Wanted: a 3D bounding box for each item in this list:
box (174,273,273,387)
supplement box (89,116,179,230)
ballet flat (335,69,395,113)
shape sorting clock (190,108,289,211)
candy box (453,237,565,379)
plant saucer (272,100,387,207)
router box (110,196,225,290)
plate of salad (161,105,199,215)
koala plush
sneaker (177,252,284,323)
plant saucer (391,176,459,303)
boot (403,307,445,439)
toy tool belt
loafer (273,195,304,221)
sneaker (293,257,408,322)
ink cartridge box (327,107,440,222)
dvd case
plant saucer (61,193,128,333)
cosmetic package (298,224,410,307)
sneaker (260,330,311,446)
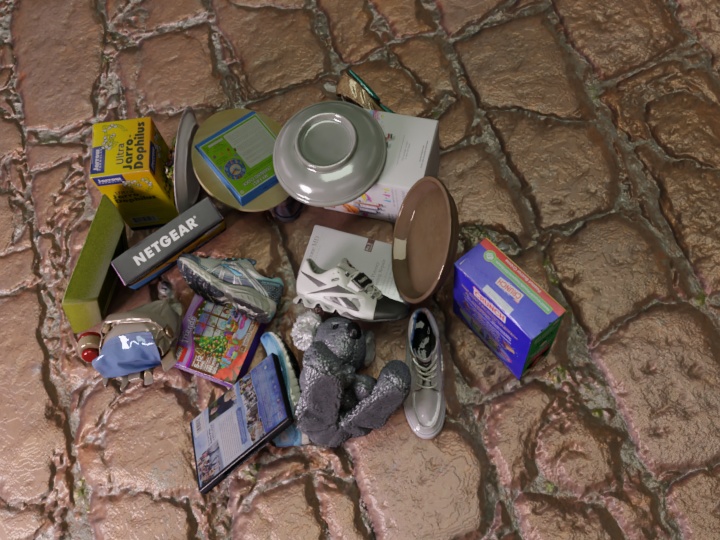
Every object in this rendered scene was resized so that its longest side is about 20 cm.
[{"bbox_3d":[-0.237,0.092,1.428,0.135,0.039,0.203,16,70,14],"label":"box"},{"bbox_3d":[-0.395,-0.169,1.469,0.107,0.201,0.111,-7,67,4],"label":"supplement box"},{"bbox_3d":[0.024,-0.299,1.560,0.065,0.070,0.200,-49,65,15],"label":"ballet flat"},{"bbox_3d":[-0.203,-0.196,1.454,0.196,0.039,0.203,8,63,-16],"label":"shape sorting clock"},{"bbox_3d":[0.228,0.064,1.299,0.077,0.201,0.169,-39,69,-11],"label":"candy box"},{"bbox_3d":[-0.055,-0.207,1.371,0.196,0.050,0.204,-3,68,7],"label":"plant saucer"},{"bbox_3d":[-0.332,-0.044,1.434,0.199,0.149,0.051,-36,90,-9],"label":"router box"},{"bbox_3d":[-0.320,-0.193,1.469,0.047,0.201,0.203,5,67,0],"label":"plate of salad"},{"bbox_3d":[-0.036,0.153,1.305,0.175,0.185,0.202,14,38,-21],"label":"koala plush"},{"bbox_3d":[-0.222,0.015,1.408,0.198,0.078,0.087,27,60,9],"label":"sneaker"},{"bbox_3d":[0.104,-0.048,1.301,0.029,0.200,0.203,7,65,-22],"label":"plant saucer"},{"bbox_3d":[0.100,0.164,1.328,0.072,0.096,0.203,-6,67,4],"label":"boot"},{"bbox_3d":[-0.390,0.138,1.362,0.197,0.125,0.124,-20,50,13],"label":"toy tool belt"},{"bbox_3d":[-0.117,-0.191,1.521,0.071,0.063,0.203,10,69,9],"label":"loafer"},{"bbox_3d":[-0.013,0.029,1.336,0.197,0.074,0.090,12,101,12],"label":"sneaker"},{"bbox_3d":[0.031,-0.185,1.457,0.196,0.146,0.147,12,70,12],"label":"ink cartridge box"},{"bbox_3d":[-0.193,0.242,1.300,0.199,0.017,0.144,-40,41,15],"label":"dvd case"},{"bbox_3d":[-0.450,-0.001,1.418,0.047,0.200,0.203,17,69,-7],"label":"plant saucer"},{"bbox_3d":[0.000,0.000,1.423,0.197,0.074,0.103,14,69,11],"label":"cosmetic package"},{"bbox_3d":[-0.141,0.196,1.355,0.088,0.079,0.203,-18,66,2],"label":"sneaker"}]
